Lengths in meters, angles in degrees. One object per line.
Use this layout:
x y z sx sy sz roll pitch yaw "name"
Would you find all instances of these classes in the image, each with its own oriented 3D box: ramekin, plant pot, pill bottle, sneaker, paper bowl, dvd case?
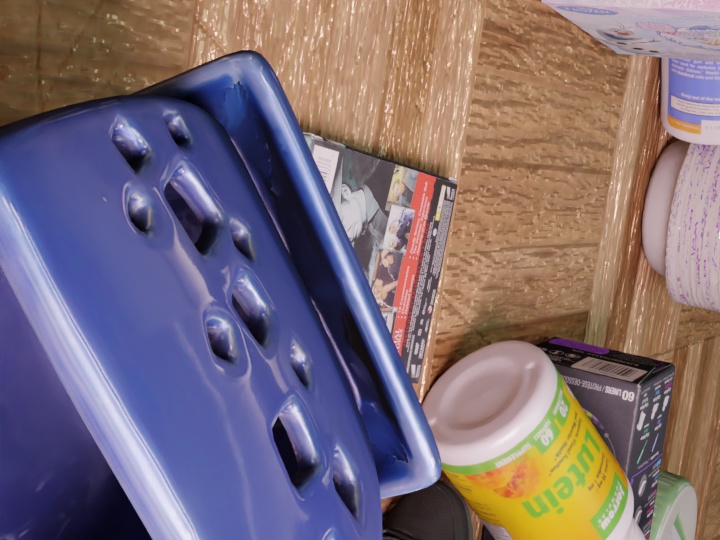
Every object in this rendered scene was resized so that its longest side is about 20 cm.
0.279 0.294 1.324 0.200 0.097 0.202 -31 127 -53 "ramekin"
-0.096 0.044 0.437 0.202 0.198 0.180 65 32 -13 "plant pot"
0.349 -0.235 1.234 0.112 0.111 0.202 -44 137 -44 "pill bottle"
0.017 0.221 0.864 0.201 0.073 0.082 -59 143 -32 "sneaker"
0.138 0.159 0.953 0.201 0.110 0.111 54 52 -28 "pill bottle"
0.366 -0.062 1.338 0.200 0.103 0.203 -29 124 -54 "paper bowl"
0.000 0.000 0.804 0.199 0.022 0.148 7 94 -62 "dvd case"

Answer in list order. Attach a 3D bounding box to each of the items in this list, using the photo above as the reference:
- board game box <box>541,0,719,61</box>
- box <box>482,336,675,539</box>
0.274 -0.208 1.023 0.198 0.198 0.044 5 94 -61 "board game box"
0.187 0.172 1.092 0.106 0.121 0.202 -12 110 -59 "box"
